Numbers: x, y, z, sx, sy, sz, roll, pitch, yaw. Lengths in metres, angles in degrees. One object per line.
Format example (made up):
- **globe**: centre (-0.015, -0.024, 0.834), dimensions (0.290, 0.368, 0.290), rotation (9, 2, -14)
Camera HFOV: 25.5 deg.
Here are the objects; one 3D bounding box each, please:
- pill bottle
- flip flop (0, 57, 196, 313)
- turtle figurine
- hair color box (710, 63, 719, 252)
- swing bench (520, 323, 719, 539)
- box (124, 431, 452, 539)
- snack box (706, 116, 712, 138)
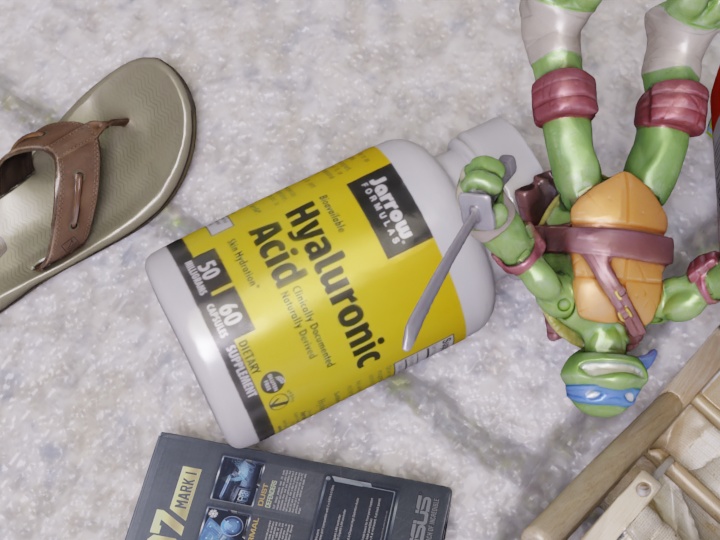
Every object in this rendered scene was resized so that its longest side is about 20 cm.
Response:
- **pill bottle**: centre (0.000, 0.000, 0.813), dimensions (0.199, 0.111, 0.112), rotation (-27, 77, -8)
- **flip flop**: centre (-0.173, -0.041, 0.864), dimensions (0.200, 0.058, 0.081), rotation (-36, 77, -4)
- **turtle figurine**: centre (0.121, -0.039, 0.704), dimensions (0.143, 0.200, 0.195), rotation (-3, 76, 24)
- **hair color box**: centre (0.274, -0.047, 0.765), dimensions (0.199, 0.064, 0.111), rotation (-3, 79, 6)
- **swing bench**: centre (0.177, 0.165, 0.748), dimensions (0.199, 0.130, 0.200), rotation (43, 48, 13)
- **box**: centre (-0.049, 0.185, 0.771), dimensions (0.157, 0.051, 0.201), rotation (10, 52, 5)
- **snack box**: centre (0.312, -0.064, 0.831), dimensions (0.169, 0.068, 0.200), rotation (-40, 78, -3)
